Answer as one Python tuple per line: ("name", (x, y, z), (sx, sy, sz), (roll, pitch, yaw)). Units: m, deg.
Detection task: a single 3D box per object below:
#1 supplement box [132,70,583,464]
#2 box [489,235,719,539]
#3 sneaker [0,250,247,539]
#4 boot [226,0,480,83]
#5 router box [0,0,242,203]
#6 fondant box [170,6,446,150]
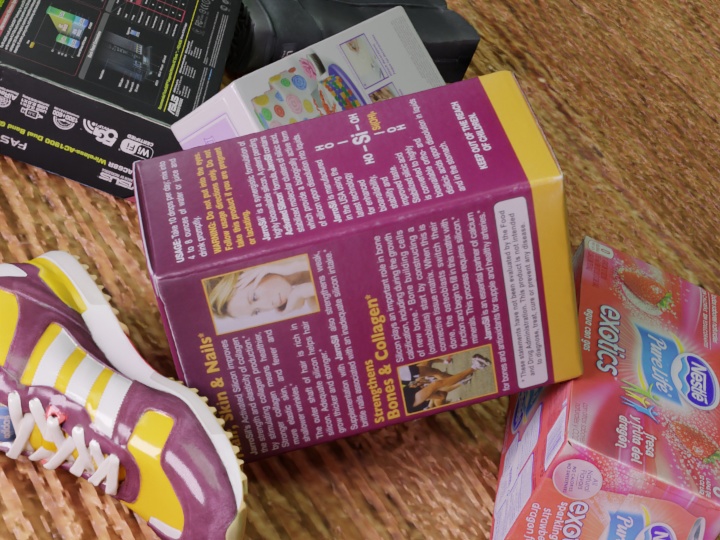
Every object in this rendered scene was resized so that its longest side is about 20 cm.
("supplement box", (0.000, 0.000, 0.846), (0.199, 0.131, 0.103), (-13, 39, -4))
("box", (0.137, 0.085, 0.923), (0.094, 0.103, 0.200), (24, 32, -4))
("sneaker", (-0.134, 0.072, 0.792), (0.090, 0.075, 0.200), (-18, 46, -36))
("boot", (-0.029, -0.202, 1.235), (0.199, 0.066, 0.165), (-6, 53, -35))
("router box", (-0.162, -0.132, 1.051), (0.149, 0.062, 0.200), (21, 33, -10))
("fondant box", (-0.005, -0.062, 1.012), (0.145, 0.058, 0.200), (60, 35, -4))
